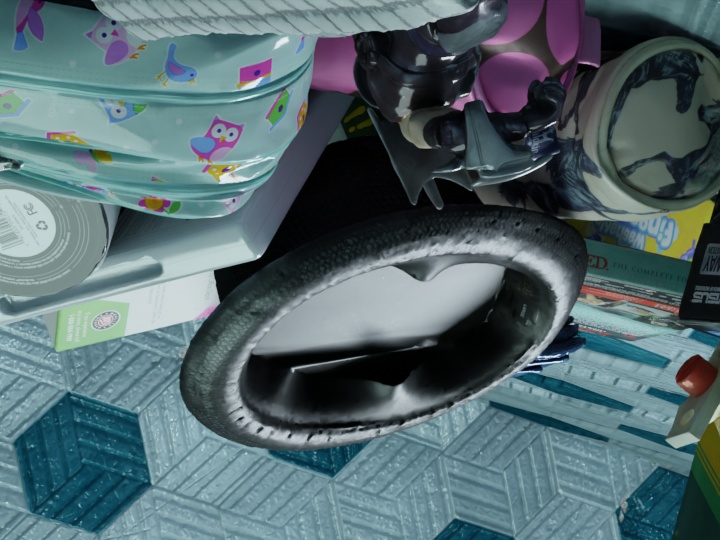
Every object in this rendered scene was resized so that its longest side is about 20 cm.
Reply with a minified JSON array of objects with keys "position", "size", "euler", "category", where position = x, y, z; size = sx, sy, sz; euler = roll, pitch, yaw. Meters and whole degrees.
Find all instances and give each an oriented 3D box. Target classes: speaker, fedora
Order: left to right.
[{"position":[-0.131,-0.079,1.104],"size":[0.081,0.081,0.200],"euler":[18,-142,-7],"category":"speaker"},{"position":[0.000,0.000,1.138],"size":[0.201,0.200,0.092],"euler":[26,-147,-53],"category":"fedora"}]

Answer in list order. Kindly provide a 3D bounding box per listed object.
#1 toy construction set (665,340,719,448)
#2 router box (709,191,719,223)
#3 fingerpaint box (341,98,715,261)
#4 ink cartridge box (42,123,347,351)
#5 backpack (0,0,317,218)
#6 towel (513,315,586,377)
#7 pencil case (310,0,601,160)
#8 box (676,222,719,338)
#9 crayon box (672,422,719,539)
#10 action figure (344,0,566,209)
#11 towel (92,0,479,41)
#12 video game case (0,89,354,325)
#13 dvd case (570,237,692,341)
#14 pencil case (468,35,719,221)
[{"position":[0.225,0.085,1.203],"size":[0.200,0.131,0.092],"euler":[41,170,-26],"category":"toy construction set"},{"position":[0.246,-0.029,1.130],"size":[0.150,0.062,0.200],"euler":[17,174,1],"category":"router box"},{"position":[0.097,-0.037,1.423],"size":[0.167,0.073,0.200],"euler":[14,173,39],"category":"fingerpaint box"},{"position":[-0.071,-0.034,1.321],"size":[0.200,0.067,0.117],"euler":[-13,152,-18],"category":"ink cartridge box"},{"position":[-0.113,-0.103,0.970],"size":[0.200,0.167,0.127],"euler":[12,130,-6],"category":"backpack"},{"position":[0.019,0.037,1.314],"size":[0.111,0.049,0.200],"euler":[3,175,-28],"category":"towel"},{"position":[-0.001,-0.108,1.051],"size":[0.200,0.091,0.094],"euler":[16,-161,36],"category":"pencil case"},{"position":[0.264,0.032,1.088],"size":[0.200,0.050,0.158],"euler":[19,173,-29],"category":"box"},{"position":[0.238,0.062,1.314],"size":[0.058,0.200,0.119],"euler":[18,174,-18],"category":"crayon box"},{"position":[0.032,-0.098,0.885],"size":[0.069,0.130,0.200],"euler":[-26,168,-14],"category":"action figure"},{"position":[-0.056,-0.142,0.739],"size":[0.166,0.086,0.200],"euler":[37,164,-27],"category":"towel"},{"position":[-0.089,-0.049,1.142],"size":[0.182,0.200,0.023],"euler":[-14,119,30],"category":"video game case"},{"position":[0.107,0.007,1.314],"size":[0.146,0.022,0.200],"euler":[12,171,-9],"category":"dvd case"},{"position":[0.096,-0.067,1.158],"size":[0.078,0.089,0.200],"euler":[50,161,-19],"category":"pencil case"}]
